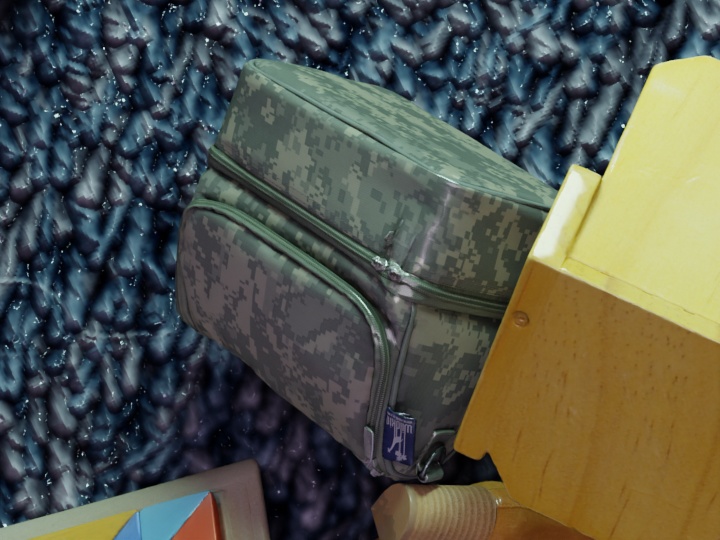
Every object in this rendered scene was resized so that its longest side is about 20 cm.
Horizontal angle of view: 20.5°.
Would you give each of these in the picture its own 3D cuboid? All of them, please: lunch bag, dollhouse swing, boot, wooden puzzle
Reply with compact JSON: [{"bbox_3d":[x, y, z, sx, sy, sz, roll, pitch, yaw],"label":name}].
[{"bbox_3d":[0.000,0.000,1.077,0.200,0.139,0.168,33,107,36],"label":"lunch bag"},{"bbox_3d":[0.182,0.026,1.003,0.199,0.176,0.182,24,127,6],"label":"dollhouse swing"},{"bbox_3d":[0.042,0.186,1.120,0.143,0.201,0.071,14,46,-29],"label":"boot"},{"bbox_3d":[-0.135,0.193,1.090,0.184,0.037,0.201,-16,42,4],"label":"wooden puzzle"}]
